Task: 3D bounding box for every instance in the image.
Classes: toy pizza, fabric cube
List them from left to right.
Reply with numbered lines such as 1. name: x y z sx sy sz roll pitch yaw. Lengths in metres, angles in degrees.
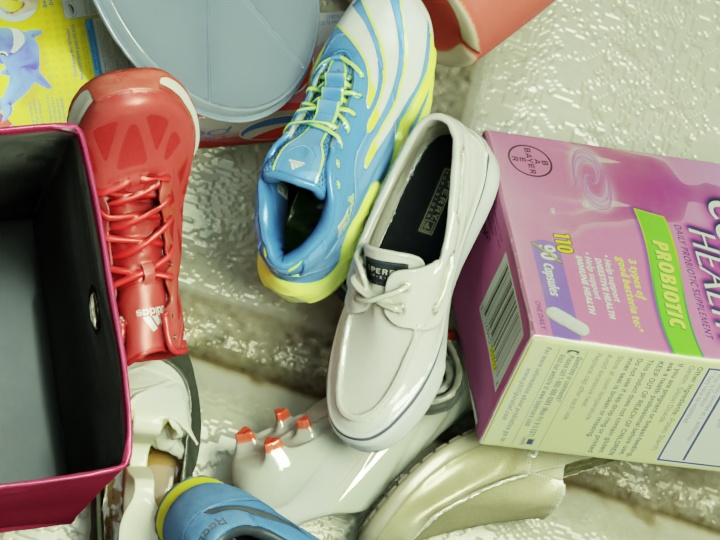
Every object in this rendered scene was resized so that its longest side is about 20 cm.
1. fabric cube: -0.248 0.045 1.432 0.200 0.199 0.196 -6 77 -16
2. toy pizza: -0.100 -0.180 1.505 0.200 0.032 0.200 23 59 -43

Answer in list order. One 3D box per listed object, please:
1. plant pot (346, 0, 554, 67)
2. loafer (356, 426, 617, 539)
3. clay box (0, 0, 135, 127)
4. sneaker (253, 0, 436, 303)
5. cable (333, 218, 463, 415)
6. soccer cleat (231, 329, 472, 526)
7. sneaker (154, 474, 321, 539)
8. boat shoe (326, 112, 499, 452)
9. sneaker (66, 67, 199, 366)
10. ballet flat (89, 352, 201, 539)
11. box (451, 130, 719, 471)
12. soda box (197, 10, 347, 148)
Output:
1. plant pot: 0.071 -0.236 1.587 0.200 0.200 0.177 42 74 -2
2. loafer: 0.088 0.125 1.564 0.200 0.076 0.068 -31 80 -20
3. clay box: -0.217 -0.111 1.488 0.200 0.048 0.115 -9 79 -11
4. sneaker: -0.009 -0.077 1.502 0.076 0.105 0.200 16 88 8
5. cable: 0.000 0.000 1.554 0.097 0.050 0.200 -9 50 -11
6. soccer cleat: 0.010 0.100 1.562 0.200 0.069 0.078 -26 114 -26
7. sneaker: -0.031 0.188 1.486 0.200 0.078 0.066 35 89 -32
8. boat shoe: 0.024 0.005 1.491 0.072 0.066 0.200 20 81 28
9. sneaker: -0.118 -0.018 1.452 0.078 0.200 0.116 -11 58 -6
10. ballet flat: -0.125 0.115 1.515 0.068 0.068 0.200 3 76 -13
11. box: 0.165 0.020 1.554 0.200 0.097 0.176 8 43 -17
12. soda box: -0.088 -0.114 1.579 0.200 0.070 0.063 -7 78 -16
